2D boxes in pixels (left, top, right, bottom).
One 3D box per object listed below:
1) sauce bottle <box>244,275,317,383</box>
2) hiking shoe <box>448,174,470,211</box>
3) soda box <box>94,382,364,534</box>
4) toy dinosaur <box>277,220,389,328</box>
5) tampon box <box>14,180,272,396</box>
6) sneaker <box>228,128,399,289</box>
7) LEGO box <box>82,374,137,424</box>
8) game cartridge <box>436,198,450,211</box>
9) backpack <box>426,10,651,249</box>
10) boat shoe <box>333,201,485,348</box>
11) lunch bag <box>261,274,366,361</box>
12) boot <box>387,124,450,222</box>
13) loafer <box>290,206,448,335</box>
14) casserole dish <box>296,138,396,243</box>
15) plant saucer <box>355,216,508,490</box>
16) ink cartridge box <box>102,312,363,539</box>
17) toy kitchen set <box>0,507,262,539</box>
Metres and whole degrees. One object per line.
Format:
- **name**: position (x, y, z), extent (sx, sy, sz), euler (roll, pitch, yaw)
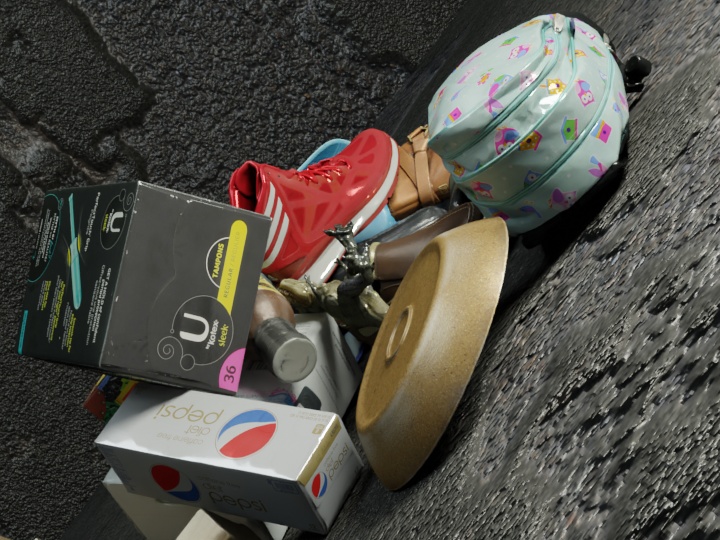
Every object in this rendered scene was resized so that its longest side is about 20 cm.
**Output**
- **sauce bottle**: position (-0.094, 0.038, 1.245), extent (0.065, 0.065, 0.200), euler (-52, 36, 2)
- **hiking shoe**: position (0.137, -0.100, 1.217), extent (0.200, 0.075, 0.101), euler (-59, 10, 37)
- **soda box**: position (-0.102, 0.140, 1.112), extent (0.199, 0.064, 0.068), euler (6, 46, 33)
- **toy dinosaur**: position (-0.004, 0.015, 1.186), extent (0.047, 0.089, 0.200), euler (-20, 25, -28)
- **tampon box**: position (-0.185, 0.015, 1.214), extent (0.200, 0.126, 0.151), euler (1, 78, 58)
- **sneaker**: position (-0.042, -0.080, 1.305), extent (0.078, 0.116, 0.200), euler (-11, 40, 42)
- **LEGO box**: position (-0.183, 0.125, 1.465), extent (0.077, 0.149, 0.200), euler (-51, 6, 8)
- **game cartridge**: position (0.068, -0.036, 1.436), extent (0.133, 0.041, 0.200), euler (-50, 7, 48)
- **backpack**: position (0.121, -0.105, 1.062), extent (0.167, 0.126, 0.200), euler (-46, 12, 22)
- **boat shoe**: position (0.039, 0.004, 1.216), extent (0.202, 0.075, 0.075), euler (-50, 24, 45)
- **lunch bag**: position (-0.050, 0.012, 1.468), extent (0.082, 0.161, 0.200), euler (-35, 18, 38)
- **boot**: position (0.076, -0.128, 1.412), extent (0.154, 0.074, 0.200), euler (-30, 23, 6)
- **loafer**: position (0.000, 0.000, 1.321), extent (0.200, 0.068, 0.071), euler (-37, 47, 18)
- **casserole dish**: position (-0.024, -0.052, 1.441), extent (0.039, 0.121, 0.200), euler (-46, 4, 40)
- **plant saucer**: position (0.041, 0.049, 0.994), extent (0.200, 0.035, 0.201), euler (-157, 90, -81)
- **ink cartridge box**: position (-0.107, 0.135, 1.254), extent (0.145, 0.083, 0.200), euler (-4, 40, 32)
- **toy kitchen set**: position (-0.180, 0.250, 1.193), extent (0.181, 0.200, 0.163), euler (-53, -34, -2)
